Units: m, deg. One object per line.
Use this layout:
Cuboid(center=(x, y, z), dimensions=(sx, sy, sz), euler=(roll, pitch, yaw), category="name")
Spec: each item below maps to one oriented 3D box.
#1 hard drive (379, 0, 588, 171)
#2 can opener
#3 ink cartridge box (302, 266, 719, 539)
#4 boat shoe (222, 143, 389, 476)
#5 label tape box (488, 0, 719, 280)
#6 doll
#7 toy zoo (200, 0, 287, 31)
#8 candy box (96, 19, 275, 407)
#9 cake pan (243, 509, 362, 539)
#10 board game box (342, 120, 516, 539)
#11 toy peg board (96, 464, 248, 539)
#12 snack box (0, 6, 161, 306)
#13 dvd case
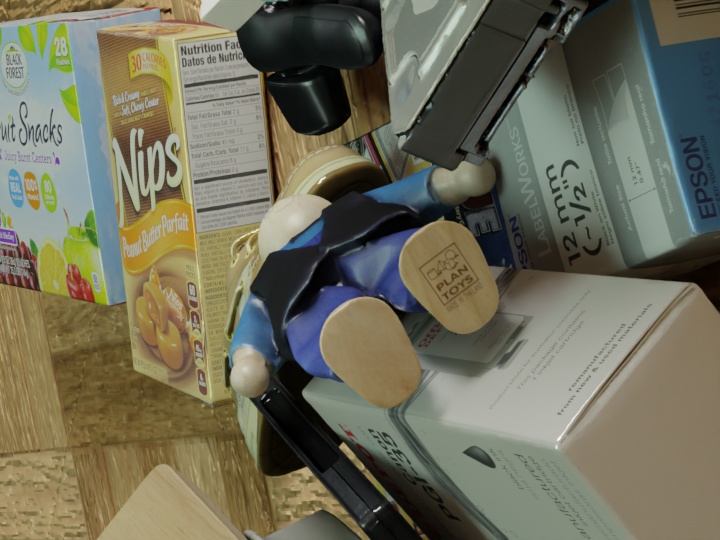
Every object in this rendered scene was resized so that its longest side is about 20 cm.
Cuboid(center=(0.051, -0.148, 0.904), dimensions=(0.140, 0.038, 0.200), euler=(-57, 23, 34), category="hard drive")
Cuboid(center=(-0.006, -0.111, 1.099), dimensions=(0.079, 0.063, 0.200), euler=(55, 166, -9), category="can opener")
Cuboid(center=(0.087, 0.077, 0.927), dimensions=(0.147, 0.083, 0.200), euler=(49, 161, -20), category="ink cartridge box")
Cuboid(center=(-0.034, 0.012, 1.142), dimensions=(0.066, 0.074, 0.200), euler=(52, 144, 34), category="boat shoe")
Cuboid(center=(0.088, -0.063, 0.958), dimensions=(0.200, 0.066, 0.144), euler=(-28, 75, 61), category="label tape box")
Cuboid(center=(0.000, 0.000, 0.956), dimensions=(0.048, 0.136, 0.200), euler=(49, 174, -15), category="doll")
Cuboid(center=(-0.036, -0.200, 1.093), dimensions=(0.131, 0.020, 0.201), euler=(-47, 35, 45), category="toy zoo")
Cuboid(center=(-0.092, -0.035, 1.339), dimensions=(0.115, 0.055, 0.201), euler=(15, 114, 61), category="candy box")
Cuboid(center=(0.023, 0.185, 1.088), dimensions=(0.200, 0.037, 0.200), euler=(48, 170, 12), category="cake pan")
Cuboid(center=(0.035, 0.031, 1.134), dimensions=(0.135, 0.034, 0.201), euler=(-19, 83, 64), category="board game box")
Cuboid(center=(-0.075, 0.225, 1.049), dimensions=(0.199, 0.098, 0.200), euler=(-52, 39, 0), category="toy peg board")
Cuboid(center=(-0.174, -0.072, 1.476), dimensions=(0.200, 0.067, 0.169), euler=(9, 108, 61), category="snack box")
Cuboid(center=(0.016, 0.114, 1.023), dimensions=(0.143, 0.018, 0.200), euler=(50, 176, -24), category="dvd case")
